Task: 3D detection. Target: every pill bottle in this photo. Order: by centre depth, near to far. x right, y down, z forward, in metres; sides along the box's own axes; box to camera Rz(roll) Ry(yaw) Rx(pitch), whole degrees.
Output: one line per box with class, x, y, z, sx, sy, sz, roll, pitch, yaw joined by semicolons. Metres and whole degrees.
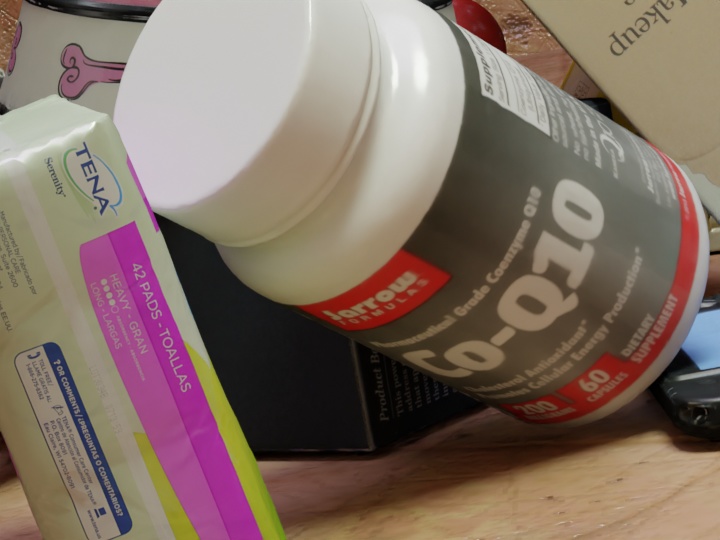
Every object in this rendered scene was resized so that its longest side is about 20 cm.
pill bottle;0.019;-0.027;0.862;0.200;0.114;0.114;26;-19;-39

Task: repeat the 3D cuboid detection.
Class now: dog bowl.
dog bowl;-0.051;-0.102;1.030;0.200;0.074;0.200;2;13;0

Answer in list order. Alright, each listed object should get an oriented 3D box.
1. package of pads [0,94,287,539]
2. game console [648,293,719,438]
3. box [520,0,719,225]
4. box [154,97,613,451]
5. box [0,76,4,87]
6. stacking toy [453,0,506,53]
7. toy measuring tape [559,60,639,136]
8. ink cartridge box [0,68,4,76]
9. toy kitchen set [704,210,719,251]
package of pads;-0.085;0.028;0.783;0.068;0.155;0.200;-23;10;-7
game console;0.183;-0.023;0.928;0.176;0.116;0.200;-10;8;1
box;0.132;-0.118;1.073;0.095;0.200;0.078;-44;-15;12
box;0.000;0.000;1.037;0.148;0.107;0.200;-3;10;40
box;-0.115;-0.036;1.171;0.160;0.044;0.200;21;-7;31
stacking toy;0.046;-0.066;1.191;0.085;0.085;0.200;-11;-27;-4
toy measuring tape;0.124;-0.062;1.163;0.074;0.200;0.074;22;17;-7
ink cartridge box;-0.275;-0.021;1.303;0.145;0.084;0.200;-7;-22;-35
toy kitchen set;0.187;-0.085;1.188;0.200;0.163;0.180;-8;8;18
